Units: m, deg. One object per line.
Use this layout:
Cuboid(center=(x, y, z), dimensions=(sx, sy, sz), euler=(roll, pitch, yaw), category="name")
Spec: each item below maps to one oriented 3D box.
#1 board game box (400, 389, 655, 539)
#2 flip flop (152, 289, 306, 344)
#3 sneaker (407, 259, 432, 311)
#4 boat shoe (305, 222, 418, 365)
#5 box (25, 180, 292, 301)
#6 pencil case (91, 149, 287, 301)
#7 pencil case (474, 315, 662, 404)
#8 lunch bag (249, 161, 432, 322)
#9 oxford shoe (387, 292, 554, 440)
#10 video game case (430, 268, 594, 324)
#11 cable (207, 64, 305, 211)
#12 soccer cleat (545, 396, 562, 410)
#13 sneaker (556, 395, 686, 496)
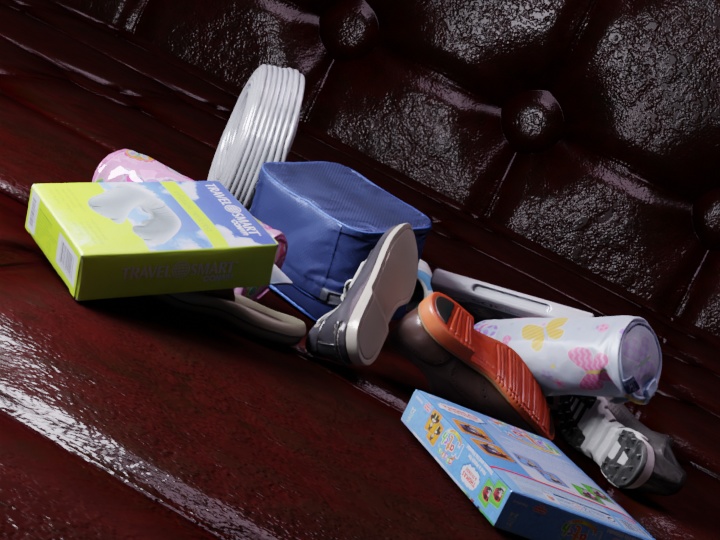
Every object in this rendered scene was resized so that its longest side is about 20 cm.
Cuboid(center=(0.136, 0.172, 1.236), dimensions=(0.151, 0.037, 0.200), euler=(23, 10, -25), category="board game box")
Cuboid(center=(-0.133, 0.009, 1.335), dimensions=(0.200, 0.058, 0.081), euler=(24, 9, -17), category="flip flop")
Cuboid(center=(0.000, 0.000, 1.751), dimensions=(0.200, 0.072, 0.073), euler=(17, 32, -19), category="sneaker")
Cuboid(center=(0.003, 0.018, 1.427), dimensions=(0.063, 0.073, 0.200), euler=(-3, 33, 24), category="boat shoe")
Cuboid(center=(-0.165, -0.028, 1.261), dimensions=(0.200, 0.048, 0.122), euler=(-4, 32, -33), category="box")
Cuboid(center=(-0.170, -0.042, 1.455), dimensions=(0.200, 0.088, 0.087), euler=(28, 9, 13), category="pencil case")
Cuboid(center=(0.204, 0.090, 1.515), dimensions=(0.200, 0.083, 0.091), euler=(-1, -46, 39), category="pencil case")
Cuboid(center=(-0.037, -0.025, 1.584), dimensions=(0.136, 0.132, 0.200), euler=(-4, 29, -43), category="lunch bag")
Cuboid(center=(0.111, 0.104, 1.459), dimensions=(0.200, 0.073, 0.071), euler=(44, 28, -18), category="oxford shoe")
Cuboid(center=(0.176, 0.063, 1.701), dimensions=(0.182, 0.023, 0.200), euler=(17, -15, 14), category="video game case")
Cuboid(center=(-0.130, -0.162, 1.871), dimensions=(0.069, 0.200, 0.200), euler=(19, 12, -13), category="cable")
Cuboid(center=(0.228, 0.129, 1.664), dimensions=(0.200, 0.085, 0.069), euler=(39, 40, -40), category="soccer cleat")
Cuboid(center=(0.267, 0.174, 1.529), dimensions=(0.090, 0.067, 0.200), euler=(26, 12, -24), category="sneaker")
